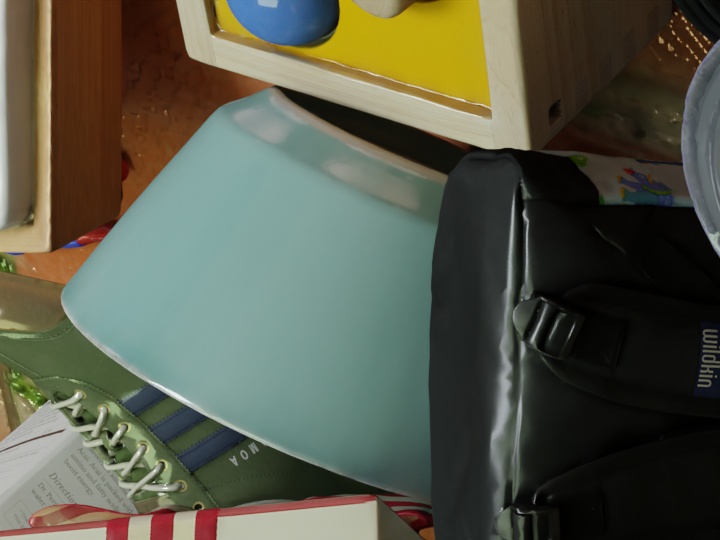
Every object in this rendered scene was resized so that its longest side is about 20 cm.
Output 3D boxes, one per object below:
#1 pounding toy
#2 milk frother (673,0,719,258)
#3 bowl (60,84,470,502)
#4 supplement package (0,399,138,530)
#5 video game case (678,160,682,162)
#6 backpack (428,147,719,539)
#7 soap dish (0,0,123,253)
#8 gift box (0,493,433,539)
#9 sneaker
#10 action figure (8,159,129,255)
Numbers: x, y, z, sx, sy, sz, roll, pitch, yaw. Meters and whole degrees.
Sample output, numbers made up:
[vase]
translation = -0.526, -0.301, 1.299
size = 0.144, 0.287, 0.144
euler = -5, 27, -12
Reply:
[pounding toy]
translation = 0.019, -0.139, 0.866
size = 0.200, 0.142, 0.184
euler = 19, 136, 32
[milk frother]
translation = 0.151, -0.066, 0.762
size = 0.180, 0.188, 0.200
euler = 44, 141, 6
[bowl]
translation = 0.000, 0.000, 0.952
size = 0.200, 0.201, 0.105
euler = 27, 100, 24
[supplement package]
translation = -0.084, 0.097, 1.128
size = 0.121, 0.200, 0.120
euler = 53, 149, -9
[video game case]
translation = 0.188, 0.035, 0.962
size = 0.200, 0.022, 0.182
euler = 53, 143, -8
[backpack]
translation = 0.121, 0.033, 0.847
size = 0.154, 0.199, 0.164
euler = -145, 54, -73
[soap dish]
translation = -0.185, -0.087, 1.121
size = 0.200, 0.081, 0.158
euler = 1, 92, 45
[gift box]
translation = -0.048, 0.178, 0.925
size = 0.184, 0.187, 0.200
euler = -5, 160, 11
[sneaker]
translation = -0.074, 0.068, 1.029
size = 0.200, 0.090, 0.067
euler = 18, 170, -20
[action figure]
translation = -0.203, -0.016, 1.239
size = 0.200, 0.099, 0.065
euler = 6, 127, 44
